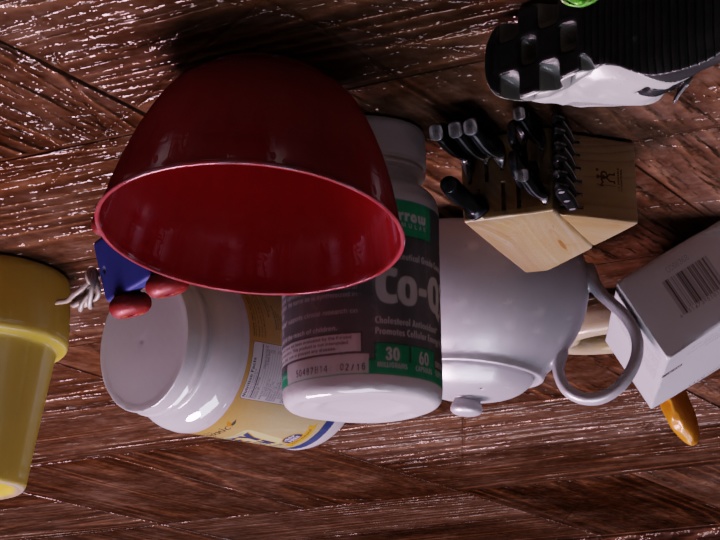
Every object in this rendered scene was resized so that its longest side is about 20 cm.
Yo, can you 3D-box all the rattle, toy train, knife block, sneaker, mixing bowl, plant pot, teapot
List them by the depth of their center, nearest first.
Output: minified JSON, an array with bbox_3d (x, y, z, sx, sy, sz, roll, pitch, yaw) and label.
[{"bbox_3d":[0.172,-0.137,1.294,0.088,0.074,0.200,11,170,-37],"label":"sneaker"},{"bbox_3d":[-0.067,-0.071,1.411,0.200,0.108,0.200,4,156,2],"label":"mixing bowl"},{"bbox_3d":[0.103,-0.060,1.576,0.175,0.064,0.200,6,163,-23],"label":"knife block"},{"bbox_3d":[-0.155,-0.009,1.730,0.116,0.085,0.200,-7,170,-32],"label":"toy train"},{"bbox_3d":[0.097,0.047,1.781,0.197,0.146,0.200,13,162,-31],"label":"teapot"},{"bbox_3d":[-0.352,0.098,1.881,0.201,0.189,0.201,-2,164,-1],"label":"plant pot"},{"bbox_3d":[0.204,0.098,2.027,0.200,0.143,0.130,-7,-177,-1],"label":"rattle"}]

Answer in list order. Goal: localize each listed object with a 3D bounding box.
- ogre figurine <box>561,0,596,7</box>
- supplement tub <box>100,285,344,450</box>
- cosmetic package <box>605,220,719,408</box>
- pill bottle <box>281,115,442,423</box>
[{"bbox_3d":[0.105,-0.182,1.091,0.200,0.098,0.120,10,-174,16],"label":"ogre figurine"},{"bbox_3d":[-0.112,0.076,1.899,0.200,0.144,0.144,13,159,-42],"label":"supplement tub"},{"bbox_3d":[0.277,0.040,1.844,0.113,0.081,0.200,-31,164,-3],"label":"cosmetic package"},{"bbox_3d":[0.000,0.000,1.526,0.113,0.200,0.113,-1,165,0],"label":"pill bottle"}]
